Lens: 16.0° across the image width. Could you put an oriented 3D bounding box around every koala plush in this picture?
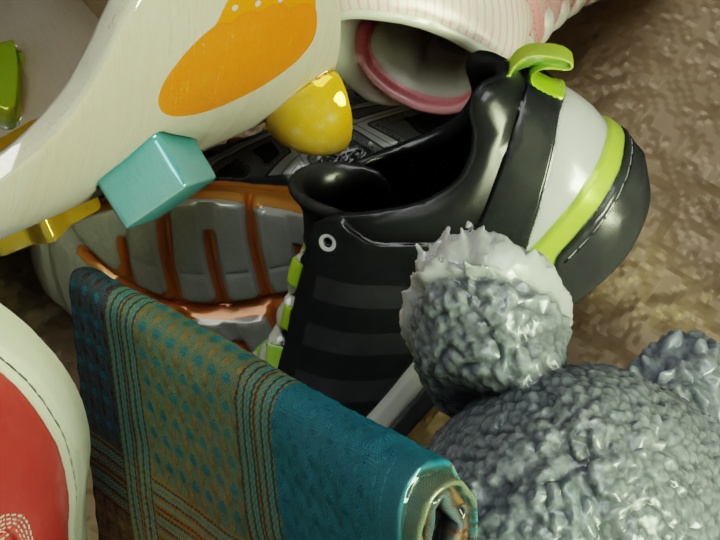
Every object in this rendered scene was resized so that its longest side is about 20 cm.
[{"bbox_3d":[0.058,0.093,0.730,0.183,0.200,0.178,-15,64,-4],"label":"koala plush"}]

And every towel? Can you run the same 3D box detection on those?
[{"bbox_3d":[-0.026,0.090,0.728,0.022,0.147,0.200,-15,23,-28],"label":"towel"}]

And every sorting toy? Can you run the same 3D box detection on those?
[{"bbox_3d":[-0.118,-0.047,0.794,0.180,0.107,0.200,-35,27,-21],"label":"sorting toy"}]

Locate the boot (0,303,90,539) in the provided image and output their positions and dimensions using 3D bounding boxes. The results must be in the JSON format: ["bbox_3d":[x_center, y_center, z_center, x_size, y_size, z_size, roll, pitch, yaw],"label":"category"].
[{"bbox_3d":[-0.121,0.109,0.718,0.072,0.201,0.145,3,48,10],"label":"boot"}]

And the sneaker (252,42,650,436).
[{"bbox_3d":[0.000,0.000,0.805,0.200,0.083,0.072,-41,22,21],"label":"sneaker"}]

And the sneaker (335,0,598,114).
[{"bbox_3d":[0.041,-0.094,0.851,0.075,0.200,0.105,-10,75,34],"label":"sneaker"}]

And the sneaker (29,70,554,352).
[{"bbox_3d":[-0.013,-0.022,0.870,0.199,0.079,0.077,-8,44,-1],"label":"sneaker"}]
